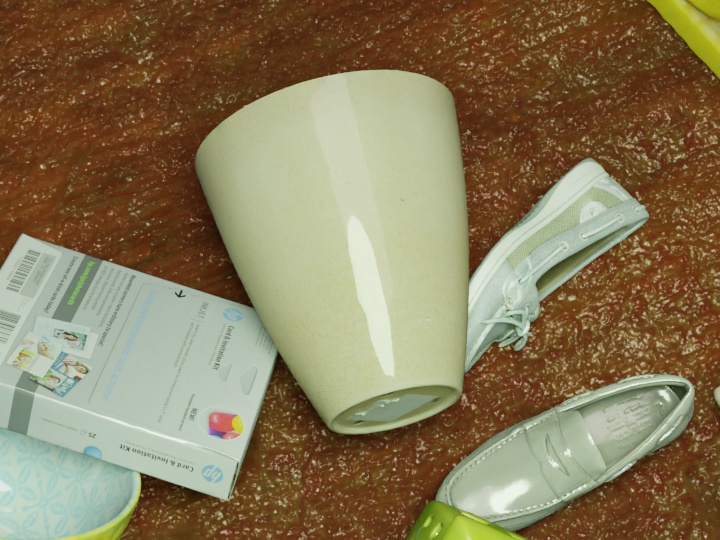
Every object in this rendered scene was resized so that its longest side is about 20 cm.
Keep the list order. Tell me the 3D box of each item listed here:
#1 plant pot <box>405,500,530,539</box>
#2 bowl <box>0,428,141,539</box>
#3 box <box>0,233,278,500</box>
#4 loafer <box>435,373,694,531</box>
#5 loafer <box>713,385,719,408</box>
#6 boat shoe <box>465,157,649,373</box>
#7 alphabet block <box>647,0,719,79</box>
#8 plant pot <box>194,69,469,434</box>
[{"bbox_3d":[0.092,0.264,1.076,0.198,0.182,0.201,26,80,3],"label":"plant pot"},{"bbox_3d":[-0.247,0.160,1.118,0.198,0.200,0.109,19,110,0],"label":"bowl"},{"bbox_3d":[-0.161,0.060,1.180,0.198,0.041,0.156,17,36,0],"label":"box"},{"bbox_3d":[0.142,0.122,1.217,0.199,0.070,0.070,-27,74,-16],"label":"loafer"},{"bbox_3d":[0.341,0.050,1.276,0.200,0.072,0.063,-40,71,-17],"label":"loafer"},{"bbox_3d":[0.128,0.003,1.263,0.065,0.075,0.202,38,62,13],"label":"boat shoe"},{"bbox_3d":[0.325,-0.288,1.341,0.199,0.196,0.197,-36,75,-18],"label":"alphabet block"},{"bbox_3d":[0.000,0.000,1.184,0.185,0.188,0.202,-11,70,-12],"label":"plant pot"}]
